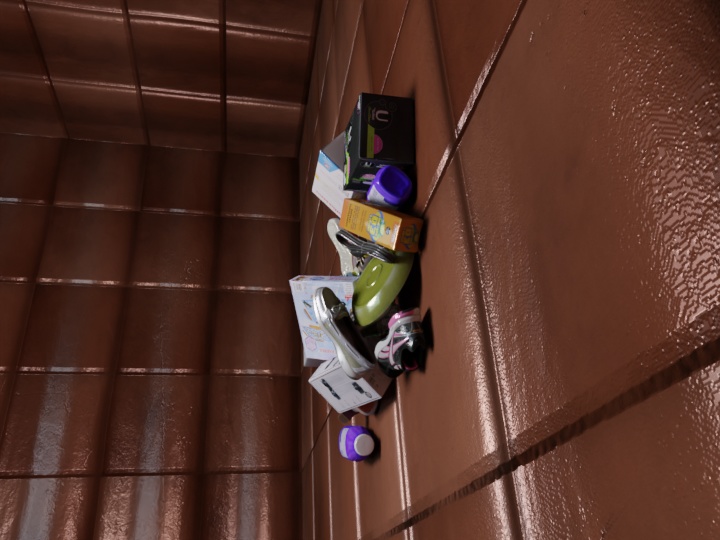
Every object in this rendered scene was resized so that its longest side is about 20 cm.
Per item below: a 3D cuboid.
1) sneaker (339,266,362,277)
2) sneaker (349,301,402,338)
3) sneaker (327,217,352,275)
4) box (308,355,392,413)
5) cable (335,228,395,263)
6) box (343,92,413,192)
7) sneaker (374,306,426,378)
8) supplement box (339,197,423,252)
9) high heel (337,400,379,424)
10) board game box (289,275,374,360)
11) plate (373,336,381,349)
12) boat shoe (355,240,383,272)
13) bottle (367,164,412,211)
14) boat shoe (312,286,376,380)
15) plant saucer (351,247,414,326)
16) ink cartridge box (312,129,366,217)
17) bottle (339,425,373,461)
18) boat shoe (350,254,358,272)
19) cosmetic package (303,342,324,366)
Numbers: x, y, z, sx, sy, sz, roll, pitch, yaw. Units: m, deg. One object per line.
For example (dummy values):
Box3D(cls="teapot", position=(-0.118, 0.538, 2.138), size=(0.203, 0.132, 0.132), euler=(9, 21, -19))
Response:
Box3D(cls="sneaker", position=(0.000, 0.000, 1.434), size=(0.079, 0.126, 0.208), euler=(153, 119, -79))
Box3D(cls="sneaker", position=(0.027, 0.121, 1.286), size=(0.199, 0.087, 0.078), euler=(-39, 23, 48))
Box3D(cls="sneaker", position=(-0.008, -0.053, 1.617), size=(0.077, 0.109, 0.205), euler=(-42, 67, 50))
Box3D(cls="box", position=(-0.026, 0.253, 1.382), size=(0.060, 0.117, 0.199), euler=(-50, 8, -38))
Box3D(cls="cable", position=(0.011, -0.059, 1.239), size=(0.051, 0.097, 0.199), euler=(-52, 19, -13))
Box3D(cls="box", position=(0.035, -0.275, 1.324), size=(0.200, 0.120, 0.154), euler=(137, 135, -73))
Box3D(cls="sneaker", position=(0.079, 0.162, 1.144), size=(0.203, 0.078, 0.088), euler=(98, 158, -53))
Box3D(cls="supplement box", position=(0.039, -0.095, 1.215), size=(0.198, 0.067, 0.069), euler=(25, 106, 48))
Box3D(cls="high heel", position=(0.009, 0.324, 1.530), size=(0.096, 0.068, 0.199), euler=(-47, 5, -40))
Box3D(cls="board game box", position=(-0.067, 0.115, 1.416), size=(0.195, 0.041, 0.206), euler=(2, 109, 37))
Box3D(cls="plate", position=(-0.033, 0.196, 1.491), size=(0.198, 0.032, 0.203), euler=(36, 139, 22))
Box3D(cls="boat shoe", position=(0.028, -0.014, 1.363), size=(0.074, 0.071, 0.208), euler=(162, 99, -79))
Box3D(cls="bottle", position=(0.056, -0.159, 1.301), size=(0.066, 0.083, 0.200), euler=(-53, -1, -14))
Box3D(cls="boat shoe", position=(-0.032, 0.120, 1.225), size=(0.064, 0.073, 0.207), euler=(-35, 73, 33))
Box3D(cls="plant saucer", position=(0.038, 0.018, 1.236), size=(0.201, 0.031, 0.202), euler=(-48, 20, 23))
Box3D(cls="ink cartridge box", position=(-0.036, -0.244, 1.562), size=(0.125, 0.128, 0.201), euler=(-43, -10, -26))
Box3D(cls="bottle", position=(-0.009, 0.438, 1.513), size=(0.200, 0.063, 0.087), euler=(129, 141, -72))
Box3D(cls="boat shoe", position=(0.016, -0.063, 1.526), size=(0.072, 0.070, 0.207), euler=(126, 150, -72))
Box3D(cls="cosmetic package", position=(-0.079, 0.153, 1.721), size=(0.168, 0.160, 0.207), euler=(115, 154, -62))
